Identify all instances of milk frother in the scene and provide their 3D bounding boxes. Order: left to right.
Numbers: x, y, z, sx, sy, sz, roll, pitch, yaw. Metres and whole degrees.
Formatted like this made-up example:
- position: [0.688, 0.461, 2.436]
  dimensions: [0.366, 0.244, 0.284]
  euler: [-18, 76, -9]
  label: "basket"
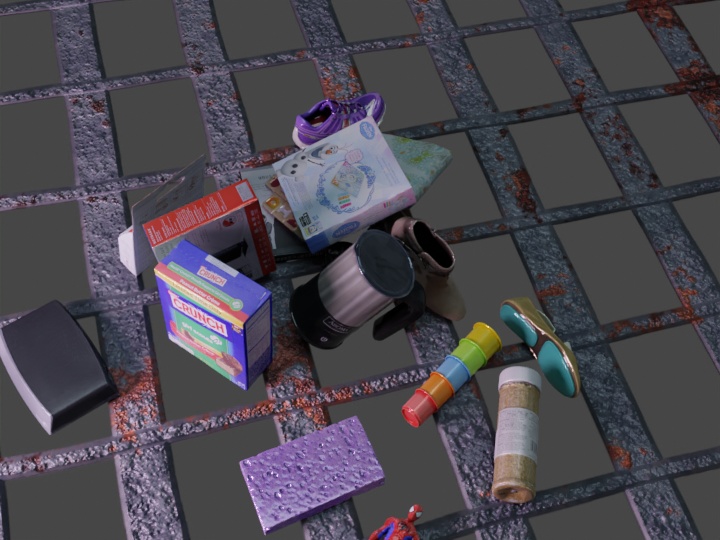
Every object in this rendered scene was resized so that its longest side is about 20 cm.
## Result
- position: [0.000, 0.000, 1.587]
  dimensions: [0.178, 0.187, 0.203]
  euler: [11, 56, -38]
  label: "milk frother"

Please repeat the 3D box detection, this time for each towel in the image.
- position: [0.044, -0.184, 1.771]
  dimensions: [0.197, 0.049, 0.172]
  euler: [16, 45, 25]
  label: "towel"

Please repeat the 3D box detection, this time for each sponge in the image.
- position: [-0.071, 0.302, 1.472]
  dimensions: [0.197, 0.030, 0.113]
  euler: [-19, 59, -17]
  label: "sponge"

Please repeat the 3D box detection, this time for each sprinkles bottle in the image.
- position: [0.240, 0.249, 1.512]
  dimensions: [0.067, 0.069, 0.203]
  euler: [9, 55, 2]
  label: "sprinkles bottle"

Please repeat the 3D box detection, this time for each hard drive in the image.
- position: [-0.476, 0.142, 1.539]
  dimensions: [0.134, 0.043, 0.201]
  euler: [-29, 62, -23]
  label: "hard drive"

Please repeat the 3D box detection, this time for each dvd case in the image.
- position: [-0.128, -0.106, 1.755]
  dimensions: [0.147, 0.025, 0.203]
  euler: [-8, 56, -10]
  label: "dvd case"

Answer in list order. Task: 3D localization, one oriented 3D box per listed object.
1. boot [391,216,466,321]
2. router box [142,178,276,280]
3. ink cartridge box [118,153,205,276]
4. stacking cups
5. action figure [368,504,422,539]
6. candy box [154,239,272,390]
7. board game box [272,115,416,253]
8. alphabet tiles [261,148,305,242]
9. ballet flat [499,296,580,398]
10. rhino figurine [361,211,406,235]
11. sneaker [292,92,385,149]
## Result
- position: [0.119, -0.001, 1.588]
  dimensions: [0.200, 0.146, 0.070]
  euler: [45, 74, -6]
  label: "boot"
- position: [-0.234, -0.035, 1.575]
  dimensions: [0.177, 0.201, 0.049]
  euler: [-26, 59, -10]
  label: "router box"
- position: [-0.326, -0.101, 1.625]
  dimensions: [0.057, 0.201, 0.162]
  euler: [37, 59, 18]
  label: "ink cartridge box"
- position: [0.142, 0.164, 1.567]
  dimensions: [0.060, 0.061, 0.199]
  euler: [39, 60, 21]
  label: "stacking cups"
- position: [0.030, 0.410, 1.396]
  dimensions: [0.065, 0.052, 0.200]
  euler: [29, 55, 20]
  label: "action figure"
- position: [-0.220, 0.071, 1.515]
  dimensions: [0.167, 0.202, 0.077]
  euler: [30, 57, 16]
  label: "candy box"
- position: [-0.030, -0.149, 1.679]
  dimensions: [0.196, 0.044, 0.202]
  euler: [-26, 50, 0]
  label: "board game box"
- position: [-0.075, -0.137, 1.720]
  dimensions: [0.166, 0.006, 0.199]
  euler: [-42, 52, -12]
  label: "alphabet tiles"
- position: [0.308, 0.117, 1.615]
  dimensions: [0.062, 0.069, 0.201]
  euler: [-17, 58, -33]
  label: "ballet flat"
- position: [0.083, -0.037, 1.704]
  dimensions: [0.087, 0.060, 0.200]
  euler: [-32, 65, -28]
  label: "rhino figurine"
- position: [-0.035, -0.290, 1.856]
  dimensions: [0.198, 0.084, 0.081]
  euler: [-27, 61, -23]
  label: "sneaker"
